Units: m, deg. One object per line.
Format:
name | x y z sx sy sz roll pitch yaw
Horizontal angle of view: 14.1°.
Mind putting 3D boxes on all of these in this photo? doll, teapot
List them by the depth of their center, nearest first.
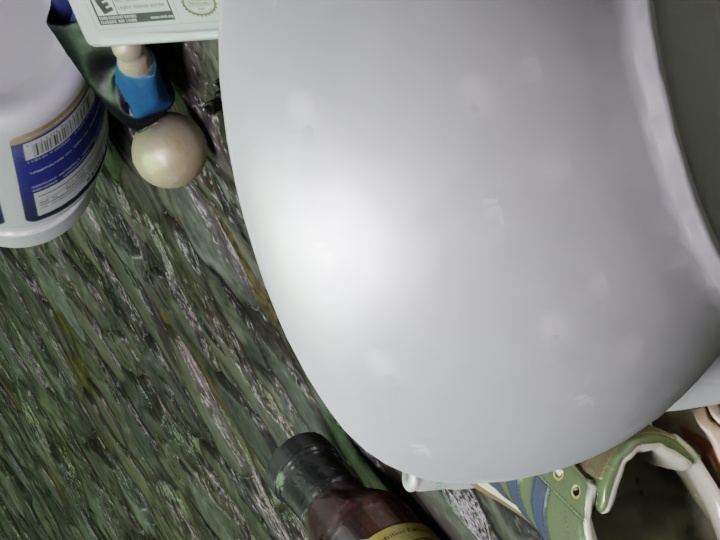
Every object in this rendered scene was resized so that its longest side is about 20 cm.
teapot | 0.058 -0.044 0.800 0.200 0.145 0.199 3 -106 -68
doll | -0.132 -0.128 1.466 0.201 0.048 0.136 66 166 -22

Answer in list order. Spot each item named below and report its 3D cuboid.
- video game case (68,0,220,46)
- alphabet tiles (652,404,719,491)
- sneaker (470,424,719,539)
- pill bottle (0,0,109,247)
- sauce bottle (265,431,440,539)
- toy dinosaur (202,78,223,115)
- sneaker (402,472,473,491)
video game case | -0.077 -0.175 1.087 0.142 0.018 0.201 -1 127 31
alphabet tiles | 0.113 0.056 1.059 0.201 0.015 0.195 66 165 -20
sneaker | 0.085 0.068 1.035 0.201 0.067 0.090 56 158 15
pill bottle | -0.200 -0.091 1.631 0.116 0.115 0.200 55 167 16
sauce bottle | 0.016 0.158 1.497 0.200 0.066 0.066 46 160 44
toy dinosaur | -0.034 -0.050 1.297 0.088 0.047 0.200 56 170 -12
sneaker | 0.000 0.000 1.153 0.200 0.088 0.075 56 148 24
